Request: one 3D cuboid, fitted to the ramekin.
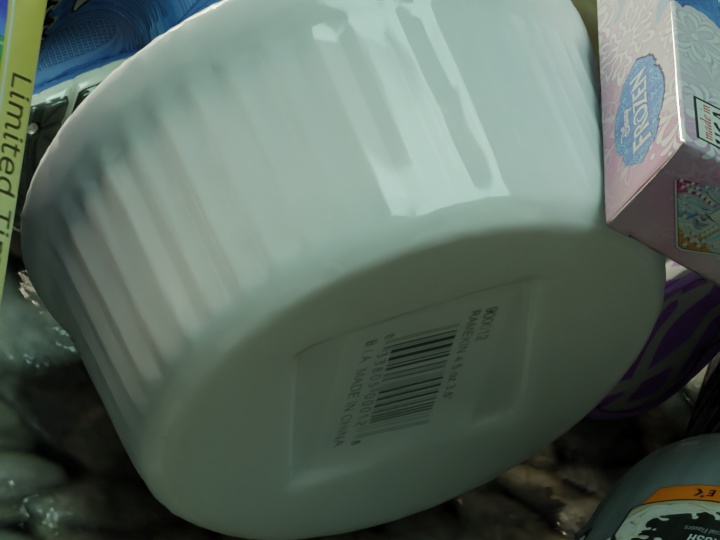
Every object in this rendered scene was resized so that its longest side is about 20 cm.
[{"bbox_3d":[0.000,0.000,0.929,0.200,0.201,0.098,0,51,-34],"label":"ramekin"}]

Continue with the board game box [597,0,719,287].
[{"bbox_3d":[0.168,-0.043,0.947,0.199,0.043,0.200,27,35,-18],"label":"board game box"}]

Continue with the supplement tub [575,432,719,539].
[{"bbox_3d":[0.095,0.144,0.874,0.122,0.123,0.200,34,35,6],"label":"supplement tub"}]

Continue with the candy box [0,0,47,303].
[{"bbox_3d":[-0.192,-0.029,0.780,0.200,0.077,0.170,20,67,-37],"label":"candy box"}]

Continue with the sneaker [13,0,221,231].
[{"bbox_3d":[-0.098,-0.071,1.062,0.089,0.079,0.200,26,28,15],"label":"sneaker"}]

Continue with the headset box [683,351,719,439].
[{"bbox_3d":[0.194,0.006,1.091,0.075,0.149,0.200,30,35,-2],"label":"headset box"}]

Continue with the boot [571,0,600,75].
[{"bbox_3d":[0.005,-0.047,1.030,0.201,0.144,0.071,0,57,-44],"label":"boot"}]

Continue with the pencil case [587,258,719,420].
[{"bbox_3d":[0.064,-0.036,1.107,0.200,0.085,0.084,52,9,25],"label":"pencil case"}]
